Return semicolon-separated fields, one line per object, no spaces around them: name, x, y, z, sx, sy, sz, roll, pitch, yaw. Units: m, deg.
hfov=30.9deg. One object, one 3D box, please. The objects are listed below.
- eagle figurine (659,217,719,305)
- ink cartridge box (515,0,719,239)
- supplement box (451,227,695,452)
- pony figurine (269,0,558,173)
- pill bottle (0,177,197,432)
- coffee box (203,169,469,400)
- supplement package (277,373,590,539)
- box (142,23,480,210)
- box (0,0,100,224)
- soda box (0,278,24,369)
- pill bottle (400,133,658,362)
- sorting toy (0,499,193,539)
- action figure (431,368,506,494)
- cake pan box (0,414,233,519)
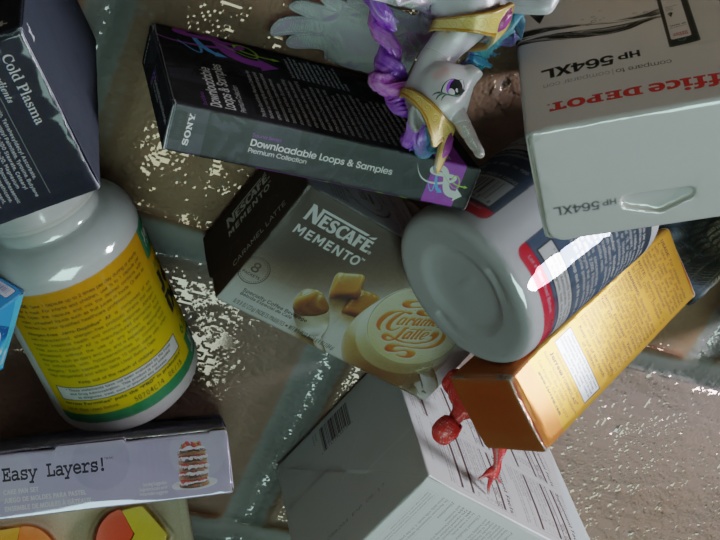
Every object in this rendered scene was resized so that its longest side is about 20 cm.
eagle figurine;0.338;-0.030;1.013;0.200;0.151;0.152;-24;89;41
ink cartridge box;0.176;-0.121;0.823;0.145;0.200;0.084;-10;128;10
supplement box;0.158;0.046;0.941;0.200;0.066;0.069;-40;109;-31
pony figurine;0.031;-0.177;0.791;0.200;0.193;0.167;-61;158;-2
pill bottle;-0.194;0.007;0.899;0.112;0.113;0.200;-18;127;0
coffee box;0.000;0.000;0.960;0.200;0.080;0.114;29;114;-30
supplement package;0.062;0.204;1.078;0.200;0.151;0.152;31;113;-30
box;-0.036;-0.100;0.839;0.199;0.143;0.036;12;115;-20
box;-0.253;-0.105;0.748;0.182;0.200;0.104;-20;126;2
soda box;-0.322;0.005;0.837;0.200;0.064;0.068;29;121;9
pill bottle;0.136;-0.038;0.901;0.200;0.119;0.120;-36;133;-28
sorting toy;-0.216;0.256;1.016;0.184;0.201;0.036;-7;158;-16
action figure;0.120;0.089;1.006;0.200;0.065;0.099;-34;146;-35
cake pan box;-0.195;0.142;0.960;0.199;0.184;0.053;-5;85;-9
